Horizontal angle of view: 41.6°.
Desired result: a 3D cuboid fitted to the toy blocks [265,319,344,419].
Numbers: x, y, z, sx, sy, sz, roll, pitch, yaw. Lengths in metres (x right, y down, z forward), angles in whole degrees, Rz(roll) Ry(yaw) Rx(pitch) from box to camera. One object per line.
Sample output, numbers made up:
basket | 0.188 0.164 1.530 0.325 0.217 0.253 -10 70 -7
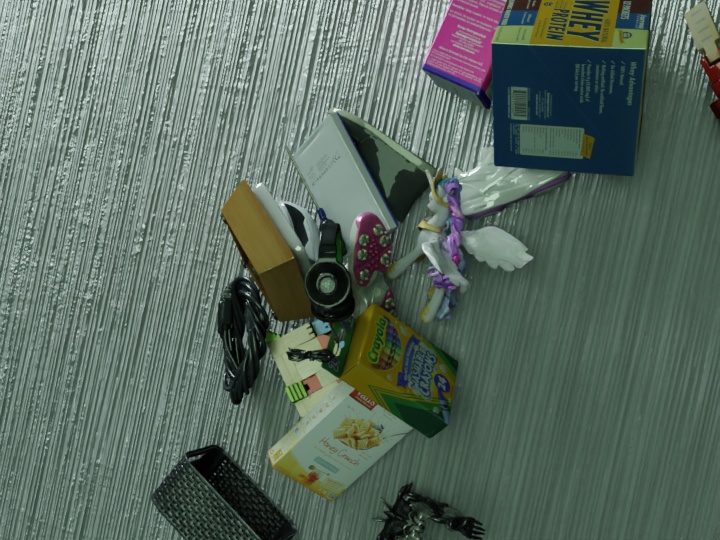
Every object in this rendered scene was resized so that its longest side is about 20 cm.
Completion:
toy blocks | -0.051 0.153 1.477 0.135 0.100 0.202 -27 80 2

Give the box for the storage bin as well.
storage bin | -0.212 0.381 1.482 0.200 0.135 0.094 42 99 14

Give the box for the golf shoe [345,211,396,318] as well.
golf shoe | 0.000 0.000 1.431 0.091 0.075 0.203 29 133 45

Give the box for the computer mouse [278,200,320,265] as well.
computer mouse | -0.073 -0.031 1.488 0.043 0.110 0.202 -25 72 -6

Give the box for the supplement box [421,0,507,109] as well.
supplement box | 0.184 -0.362 1.416 0.102 0.101 0.202 27 94 17

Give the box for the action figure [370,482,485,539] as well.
action figure | 0.095 0.388 1.400 0.102 0.199 0.120 40 71 -21

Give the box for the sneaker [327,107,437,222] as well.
sneaker | 0.011 -0.166 1.473 0.199 0.075 0.107 35 98 14

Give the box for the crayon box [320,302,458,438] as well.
crayon box | 0.047 0.137 1.376 0.199 0.127 0.052 34 130 -15

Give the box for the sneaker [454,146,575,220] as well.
sneaker | 0.230 -0.150 1.405 0.198 0.075 0.101 -20 83 15

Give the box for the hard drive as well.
hard drive | -0.028 -0.123 1.474 0.132 0.025 0.202 -40 74 49

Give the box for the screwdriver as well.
screwdriver | -0.070 -0.112 1.487 0.029 0.028 0.202 -25 83 20

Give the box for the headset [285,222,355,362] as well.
headset | -0.056 0.031 1.340 0.092 0.124 0.203 -1 67 4

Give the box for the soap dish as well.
soap dish | -0.135 -0.022 1.431 0.081 0.201 0.158 -30 64 -9

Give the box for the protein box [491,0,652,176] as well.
protein box | 0.291 -0.255 1.312 0.197 0.136 0.200 6 132 16

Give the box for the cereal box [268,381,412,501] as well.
cereal box | -0.023 0.250 1.435 0.200 0.144 0.040 -44 37 11

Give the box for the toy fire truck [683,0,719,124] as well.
toy fire truck | 0.544 -0.302 1.307 0.175 0.129 0.202 -31 89 13

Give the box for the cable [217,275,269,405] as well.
cable | -0.180 0.110 1.482 0.050 0.163 0.203 3 89 -27

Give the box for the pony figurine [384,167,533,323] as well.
pony figurine | 0.126 -0.023 1.381 0.194 0.165 0.201 51 137 31
